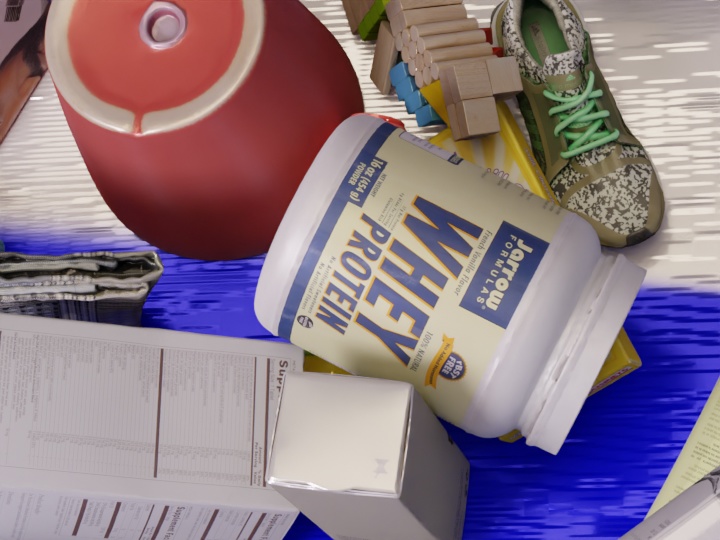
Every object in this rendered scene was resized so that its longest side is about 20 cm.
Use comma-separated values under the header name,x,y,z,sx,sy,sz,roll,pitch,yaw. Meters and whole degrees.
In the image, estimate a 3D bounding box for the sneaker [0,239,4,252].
name,x,y,z,sx,sy,sz,roll,pitch,yaw
sneaker,-0.346,-0.012,1.429,0.200,0.078,0.091,17,82,17

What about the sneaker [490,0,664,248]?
name,x,y,z,sx,sy,sz,roll,pitch,yaw
sneaker,0.132,-0.106,1.349,0.077,0.089,0.200,-26,71,3

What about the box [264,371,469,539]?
name,x,y,z,sx,sy,sz,roll,pitch,yaw
box,0.009,0.120,1.247,0.082,0.200,0.068,5,73,13

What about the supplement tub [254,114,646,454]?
name,x,y,z,sx,sy,sz,roll,pitch,yaw
supplement tub,0.053,0.010,1.245,0.200,0.145,0.145,26,80,6

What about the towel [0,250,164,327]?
name,x,y,z,sx,sy,sz,roll,pitch,yaw
towel,-0.222,0.020,1.304,0.192,0.200,0.035,0,79,-9

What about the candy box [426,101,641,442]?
name,x,y,z,sx,sy,sz,roll,pitch,yaw
candy box,0.091,-0.002,1.346,0.102,0.026,0.200,-32,69,17

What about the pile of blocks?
name,x,y,z,sx,sy,sz,roll,pitch,yaw
pile of blocks,0.051,-0.146,1.380,0.062,0.082,0.200,-9,47,-24

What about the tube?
name,x,y,z,sx,sy,sz,roll,pitch,yaw
tube,0.222,0.121,1.288,0.058,0.052,0.200,17,80,49

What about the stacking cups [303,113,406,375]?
name,x,y,z,sx,sy,sz,roll,pitch,yaw
stacking cups,0.000,0.000,1.347,0.060,0.061,0.200,9,83,14

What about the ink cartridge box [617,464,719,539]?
name,x,y,z,sx,sy,sz,roll,pitch,yaw
ink cartridge box,0.258,0.171,1.223,0.200,0.084,0.146,-35,90,0

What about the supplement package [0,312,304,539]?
name,x,y,z,sx,sy,sz,roll,pitch,yaw
supplement package,-0.142,0.105,1.286,0.200,0.110,0.114,7,65,-11

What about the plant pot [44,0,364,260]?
name,x,y,z,sx,sy,sz,roll,pitch,yaw
plant pot,-0.108,-0.124,1.357,0.200,0.177,0.201,-3,73,10

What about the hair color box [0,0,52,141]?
name,x,y,z,sx,sy,sz,roll,pitch,yaw
hair color box,-0.246,-0.184,1.438,0.064,0.111,0.200,28,82,18
